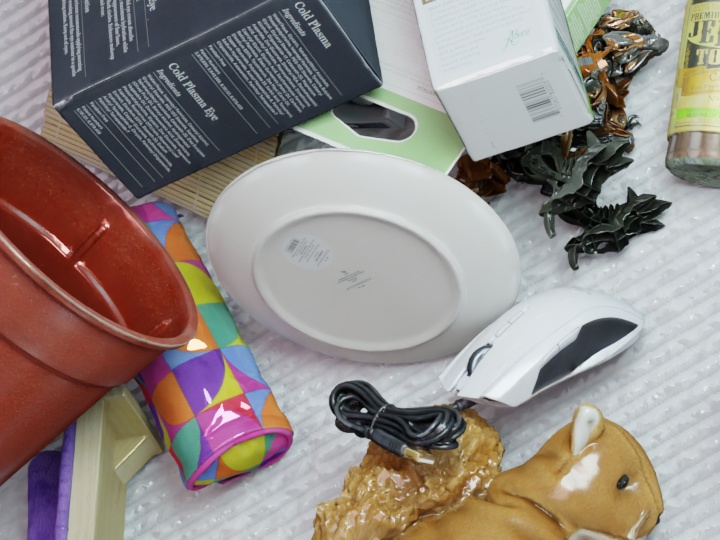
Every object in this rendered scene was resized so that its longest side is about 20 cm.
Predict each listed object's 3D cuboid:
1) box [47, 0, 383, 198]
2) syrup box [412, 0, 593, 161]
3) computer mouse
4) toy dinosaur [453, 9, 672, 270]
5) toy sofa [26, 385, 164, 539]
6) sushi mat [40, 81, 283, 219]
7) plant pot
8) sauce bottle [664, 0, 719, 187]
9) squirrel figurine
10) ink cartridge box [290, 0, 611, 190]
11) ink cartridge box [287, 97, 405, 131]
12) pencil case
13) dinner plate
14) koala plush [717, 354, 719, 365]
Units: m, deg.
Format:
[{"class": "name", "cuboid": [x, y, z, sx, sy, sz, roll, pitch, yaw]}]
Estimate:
[{"class": "box", "cuboid": [-0.097, -0.177, 1.528, 0.182, 0.104, 0.200, -24, 46, 17]}, {"class": "syrup box", "cuboid": [0.075, -0.174, 1.457, 0.081, 0.079, 0.200, -18, 54, 11]}, {"class": "computer mouse", "cuboid": [0.085, 0.053, 1.475, 0.200, 0.044, 0.110, -28, 22, -24]}, {"class": "toy dinosaur", "cuboid": [0.124, -0.075, 1.535, 0.200, 0.102, 0.136, -56, 50, 19]}, {"class": "toy sofa", "cuboid": [-0.187, 0.180, 1.538, 0.097, 0.083, 0.200, -8, 55, 13]}, {"class": "sushi mat", "cuboid": [-0.137, -0.096, 1.626, 0.200, 0.012, 0.096, 25, 120, 27]}, {"class": "plant pot", "cuboid": [-0.240, 0.039, 1.487, 0.195, 0.201, 0.201, -45, 67, 16]}, {"class": "sauce bottle", "cuboid": [0.234, -0.155, 1.515, 0.065, 0.065, 0.200, 4, 79, 20]}, {"class": "squirrel figurine", "cuboid": [0.080, 0.151, 1.460, 0.200, 0.142, 0.187, 37, 85, 20]}, {"class": "ink cartridge box", "cuboid": [0.054, -0.142, 1.523, 0.145, 0.048, 0.200, 24, 73, 33]}, {"class": "ink cartridge box", "cuboid": [-0.063, -0.191, 1.638, 0.200, 0.043, 0.199, -1, 78, 20]}, {"class": "pencil case", "cuboid": [-0.119, 0.048, 1.582, 0.088, 0.088, 0.200, -33, 67, 9]}, {"class": "dinner plate", "cuboid": [0.000, 0.000, 1.493, 0.200, 0.200, 0.024, -4, 46, 18]}, {"class": "koala plush", "cuboid": [0.312, 0.043, 1.388, 0.200, 0.177, 0.184, -9, 85, 13]}]
